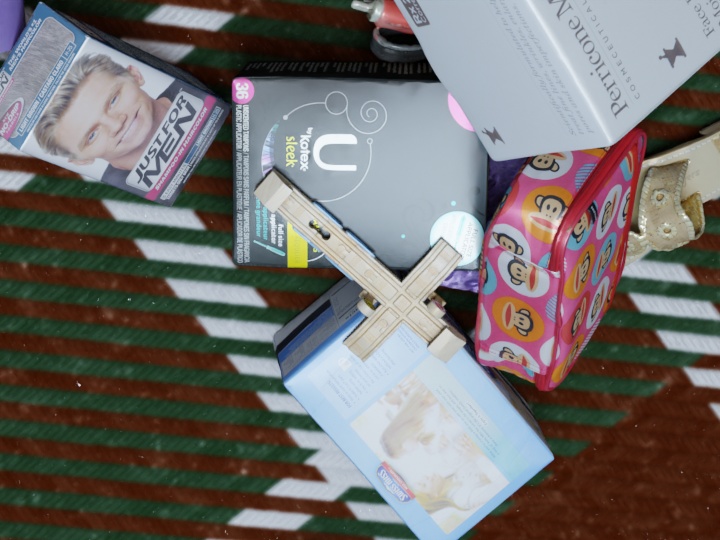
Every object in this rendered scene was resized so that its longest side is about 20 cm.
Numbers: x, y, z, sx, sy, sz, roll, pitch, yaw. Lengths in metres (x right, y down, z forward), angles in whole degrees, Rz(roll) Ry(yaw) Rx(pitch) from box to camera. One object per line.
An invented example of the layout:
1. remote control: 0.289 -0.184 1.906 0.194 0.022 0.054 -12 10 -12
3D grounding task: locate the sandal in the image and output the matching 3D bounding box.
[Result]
1. sandal: 0.262 -0.058 1.659 0.211 0.070 0.078 -33 114 -7

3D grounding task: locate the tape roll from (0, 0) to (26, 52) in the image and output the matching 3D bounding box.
1. tape roll: -0.349 -0.203 1.500 0.198 0.200 0.086 -5 104 -6

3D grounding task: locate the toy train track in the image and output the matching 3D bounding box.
1. toy train track: 0.000 0.000 1.532 0.200 0.033 0.115 41 105 -9

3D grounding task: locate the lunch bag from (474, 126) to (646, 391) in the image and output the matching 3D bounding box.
1. lunch bag: 0.160 -0.025 1.573 0.081 0.176 0.201 23 139 18

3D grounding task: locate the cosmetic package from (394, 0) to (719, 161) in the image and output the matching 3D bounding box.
1. cosmetic package: 0.160 -0.205 1.459 0.200 0.165 0.166 -41 107 -23

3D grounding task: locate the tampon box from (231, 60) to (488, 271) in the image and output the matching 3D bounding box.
1. tampon box: 0.002 -0.085 1.593 0.198 0.126 0.152 0 102 2

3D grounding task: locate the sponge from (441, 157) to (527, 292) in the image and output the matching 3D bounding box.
1. sponge: 0.130 -0.077 1.675 0.110 0.030 0.202 9 103 -8

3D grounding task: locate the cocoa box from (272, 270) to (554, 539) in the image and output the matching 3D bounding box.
1. cocoa box: 0.041 0.104 1.652 0.133 0.131 0.200 -40 104 5

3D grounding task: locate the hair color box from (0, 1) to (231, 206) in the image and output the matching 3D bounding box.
1. hair color box: -0.192 -0.123 1.545 0.060 0.200 0.101 36 98 30

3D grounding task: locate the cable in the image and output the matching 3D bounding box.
1. cable: 0.084 -0.201 1.615 0.198 0.098 0.050 12 145 -5
